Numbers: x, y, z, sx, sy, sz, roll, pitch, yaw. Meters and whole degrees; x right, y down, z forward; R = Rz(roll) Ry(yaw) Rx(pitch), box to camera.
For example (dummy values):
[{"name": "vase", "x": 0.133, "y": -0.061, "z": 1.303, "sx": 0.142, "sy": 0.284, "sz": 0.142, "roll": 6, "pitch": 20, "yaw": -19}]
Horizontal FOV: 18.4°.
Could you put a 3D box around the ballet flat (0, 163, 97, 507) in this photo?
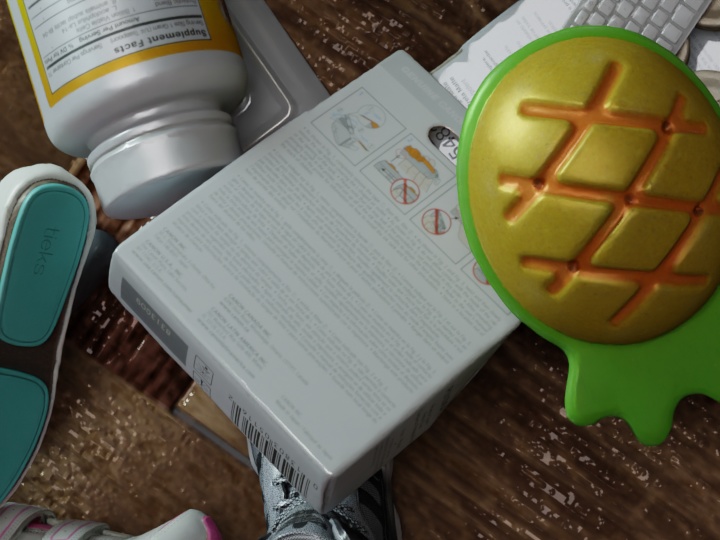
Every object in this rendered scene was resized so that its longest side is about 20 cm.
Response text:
[{"name": "ballet flat", "x": -0.188, "y": 0.040, "z": 1.140, "sx": 0.069, "sy": 0.069, "sz": 0.201, "roll": 21, "pitch": 96, "yaw": 13}]

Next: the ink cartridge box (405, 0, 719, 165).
[{"name": "ink cartridge box", "x": 0.151, "y": -0.068, "z": 1.141, "sx": 0.199, "sy": 0.041, "sz": 0.200, "roll": -36, "pitch": 76, "yaw": 6}]

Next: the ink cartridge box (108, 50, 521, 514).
[{"name": "ink cartridge box", "x": 0.000, "y": 0.000, "z": 1.107, "sx": 0.200, "sy": 0.047, "sz": 0.160, "roll": -37, "pitch": 71, "yaw": -26}]

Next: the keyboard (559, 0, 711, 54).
[{"name": "keyboard", "x": 0.137, "y": -0.128, "z": 1.098, "sx": 0.056, "sy": 0.011, "sz": 0.201, "roll": 33, "pitch": 92, "yaw": -7}]

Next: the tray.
[{"name": "tray", "x": -0.104, "y": -0.127, "z": 1.211, "sx": 0.107, "sy": 0.022, "sz": 0.201, "roll": -36, "pitch": 77, "yaw": 6}]

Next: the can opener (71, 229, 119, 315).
[{"name": "can opener", "x": -0.212, "y": 0.046, "z": 1.186, "sx": 0.053, "sy": 0.067, "sz": 0.200, "roll": 42, "pitch": 92, "yaw": 13}]

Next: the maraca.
[{"name": "maraca", "x": 0.123, "y": -0.017, "z": 1.052, "sx": 0.136, "sy": 0.107, "sz": 0.201, "roll": -24, "pitch": 98, "yaw": 0}]

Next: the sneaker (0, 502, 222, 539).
[{"name": "sneaker", "x": -0.169, "y": 0.159, "z": 1.155, "sx": 0.199, "sy": 0.081, "sz": 0.089, "roll": -22, "pitch": 80, "yaw": 7}]

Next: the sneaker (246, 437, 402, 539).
[{"name": "sneaker", "x": -0.023, "y": 0.114, "z": 1.114, "sx": 0.075, "sy": 0.114, "sz": 0.202, "roll": -15, "pitch": 80, "yaw": 9}]

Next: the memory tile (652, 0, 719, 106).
[{"name": "memory tile", "x": 0.188, "y": -0.057, "z": 1.101, "sx": 0.153, "sy": 0.017, "sz": 0.200, "roll": -42, "pitch": 76, "yaw": 5}]

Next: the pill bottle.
[{"name": "pill bottle", "x": -0.124, "y": -0.133, "z": 1.148, "sx": 0.108, "sy": 0.109, "sz": 0.201, "roll": -20, "pitch": 80, "yaw": 8}]
